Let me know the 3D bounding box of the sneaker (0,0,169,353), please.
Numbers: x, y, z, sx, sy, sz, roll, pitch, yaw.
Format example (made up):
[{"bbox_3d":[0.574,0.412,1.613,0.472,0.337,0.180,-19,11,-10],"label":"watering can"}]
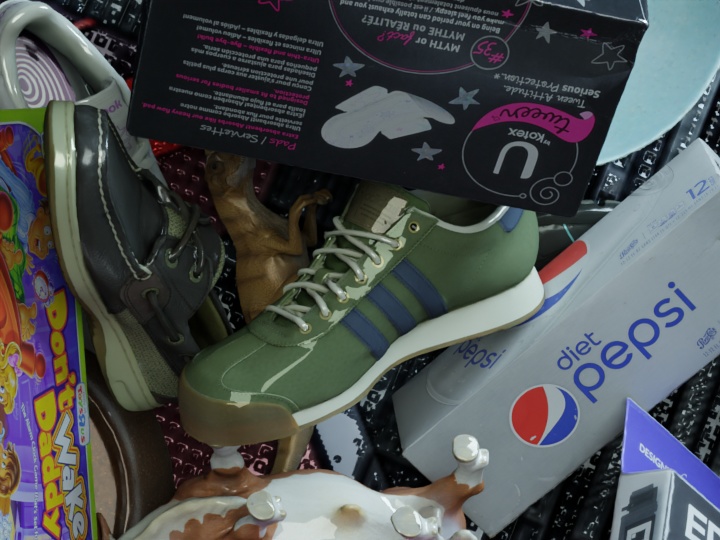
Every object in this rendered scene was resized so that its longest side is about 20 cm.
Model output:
[{"bbox_3d":[-0.128,-0.037,1.130,0.075,0.100,0.200,-32,94,-21],"label":"sneaker"}]

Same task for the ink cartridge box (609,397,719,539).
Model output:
[{"bbox_3d":[0.181,0.181,1.081,0.198,0.043,0.200,40,43,-29],"label":"ink cartridge box"}]

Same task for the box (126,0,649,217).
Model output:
[{"bbox_3d":[0.009,-0.119,1.027,0.200,0.115,0.132,11,42,-9],"label":"box"}]

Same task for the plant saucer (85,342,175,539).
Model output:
[{"bbox_3d":[-0.186,0.111,1.135,0.200,0.034,0.201,2,82,-10],"label":"plant saucer"}]

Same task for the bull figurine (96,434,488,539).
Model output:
[{"bbox_3d":[-0.035,0.119,1.092,0.200,0.121,0.065,1,61,-16],"label":"bull figurine"}]

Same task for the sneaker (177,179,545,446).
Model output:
[{"bbox_3d":[0.000,0.000,1.061,0.200,0.067,0.090,-23,125,-33],"label":"sneaker"}]

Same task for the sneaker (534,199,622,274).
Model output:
[{"bbox_3d":[0.133,0.005,1.185,0.200,0.075,0.079,-3,84,-10],"label":"sneaker"}]

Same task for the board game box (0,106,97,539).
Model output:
[{"bbox_3d":[-0.163,0.033,1.002,0.045,0.134,0.200,-2,95,18],"label":"board game box"}]

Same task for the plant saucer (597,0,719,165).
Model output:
[{"bbox_3d":[0.080,-0.142,1.142,0.201,0.039,0.201,2,80,-10],"label":"plant saucer"}]

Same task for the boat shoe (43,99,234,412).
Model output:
[{"bbox_3d":[-0.091,-0.007,1.043,0.066,0.201,0.072,-6,54,4],"label":"boat shoe"}]

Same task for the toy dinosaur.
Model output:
[{"bbox_3d":[-0.030,0.028,1.167,0.106,0.060,0.200,-11,92,-6],"label":"toy dinosaur"}]

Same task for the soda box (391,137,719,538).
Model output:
[{"bbox_3d":[0.110,0.032,1.134,0.200,0.063,0.068,-41,110,13],"label":"soda box"}]
